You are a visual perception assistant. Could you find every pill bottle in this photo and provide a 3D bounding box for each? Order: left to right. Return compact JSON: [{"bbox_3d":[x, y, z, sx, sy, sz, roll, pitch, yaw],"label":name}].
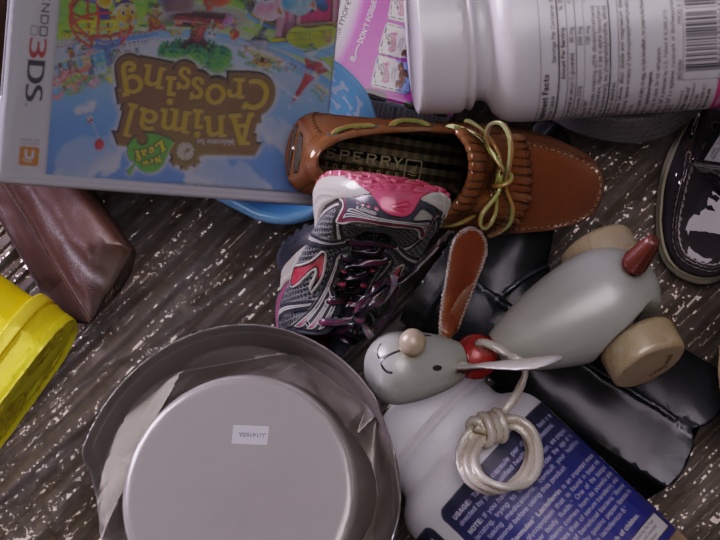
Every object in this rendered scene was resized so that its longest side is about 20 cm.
[{"bbox_3d":[0.099,0.147,1.555,0.200,0.116,0.116,43,79,7],"label":"pill bottle"},{"bbox_3d":[0.129,-0.148,1.538,0.198,0.113,0.114,-4,77,-4],"label":"pill bottle"}]

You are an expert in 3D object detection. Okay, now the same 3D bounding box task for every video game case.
[{"bbox_3d":[-0.112,-0.136,1.524,0.198,0.022,0.184,4,99,-14],"label":"video game case"}]

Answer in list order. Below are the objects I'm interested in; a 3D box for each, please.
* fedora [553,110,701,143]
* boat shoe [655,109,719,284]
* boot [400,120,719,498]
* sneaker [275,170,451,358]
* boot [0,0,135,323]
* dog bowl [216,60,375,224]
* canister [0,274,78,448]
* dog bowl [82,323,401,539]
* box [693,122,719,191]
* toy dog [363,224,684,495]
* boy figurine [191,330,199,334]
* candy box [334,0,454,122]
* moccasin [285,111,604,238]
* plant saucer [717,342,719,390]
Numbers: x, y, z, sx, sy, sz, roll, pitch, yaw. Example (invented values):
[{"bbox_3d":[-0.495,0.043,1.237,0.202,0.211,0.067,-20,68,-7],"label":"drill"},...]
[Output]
[{"bbox_3d":[0.158,-0.179,1.645,0.176,0.090,0.201,-24,88,-6],"label":"fedora"},{"bbox_3d":[0.244,-0.090,1.642,0.072,0.065,0.201,24,77,2],"label":"boat shoe"},{"bbox_3d":[0.151,0.023,1.611,0.199,0.066,0.165,34,84,7],"label":"boot"},{"bbox_3d":[0.000,0.000,1.499,0.080,0.200,0.075,11,65,-10],"label":"sneaker"},{"bbox_3d":[-0.187,-0.076,1.567,0.064,0.186,0.201,-23,75,-32],"label":"boot"},{"bbox_3d":[-0.087,-0.100,1.598,0.199,0.050,0.112,27,117,-6],"label":"dog bowl"},{"bbox_3d":[-0.298,0.035,1.577,0.199,0.087,0.149,34,77,6],"label":"canister"},{"bbox_3d":[-0.067,0.136,1.504,0.198,0.059,0.202,-3,73,12],"label":"dog bowl"},{"bbox_3d":[0.319,-0.098,1.618,0.158,0.050,0.201,41,75,-29],"label":"box"},{"bbox_3d":[0.107,0.026,1.504,0.200,0.097,0.132,-35,68,-30],"label":"toy dog"},{"bbox_3d":[-0.088,0.143,1.573,0.123,0.064,0.202,11,78,2],"label":"boy figurine"},{"bbox_3d":[-0.022,-0.178,1.650,0.198,0.061,0.137,14,78,0],"label":"candy box"},{"bbox_3d":[0.057,-0.060,1.535,0.200,0.078,0.074,13,96,-21],"label":"moccasin"},{"bbox_3d":[0.309,0.034,1.589,0.199,0.035,0.202,-7,118,-13],"label":"plant saucer"}]
